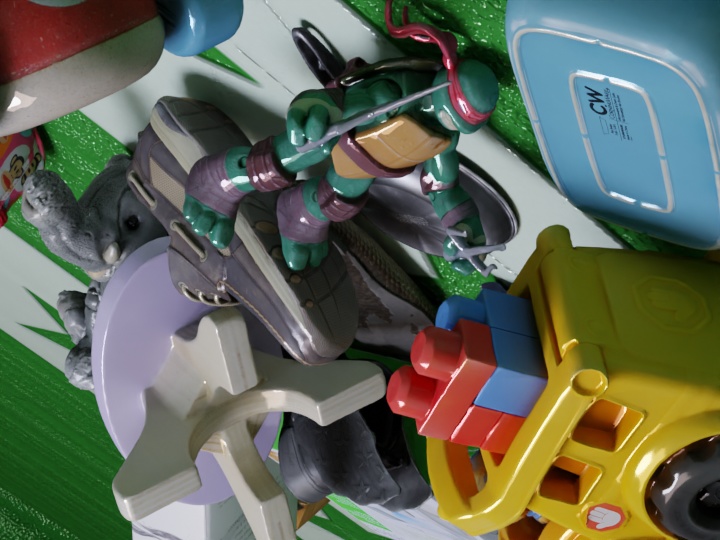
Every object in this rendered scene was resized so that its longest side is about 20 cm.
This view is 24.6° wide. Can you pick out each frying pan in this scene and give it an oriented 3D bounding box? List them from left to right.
[{"bbox_3d":[0.027,-0.056,0.912,0.114,0.031,0.190,20,160,21],"label":"frying pan"}]

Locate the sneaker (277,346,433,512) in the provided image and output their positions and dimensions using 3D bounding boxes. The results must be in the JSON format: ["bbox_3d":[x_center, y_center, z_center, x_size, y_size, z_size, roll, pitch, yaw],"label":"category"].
[{"bbox_3d":[-0.012,0.081,1.137,0.060,0.201,0.104,18,141,-39],"label":"sneaker"}]

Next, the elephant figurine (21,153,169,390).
[{"bbox_3d":[-0.143,-0.018,1.110,0.140,0.156,0.201,-3,126,-4],"label":"elephant figurine"}]

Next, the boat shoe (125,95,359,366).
[{"bbox_3d":[-0.072,-0.015,0.963,0.074,0.073,0.200,8,-141,-49],"label":"boat shoe"}]

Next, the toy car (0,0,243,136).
[{"bbox_3d":[-0.194,-0.168,0.813,0.176,0.184,0.201,-3,114,56],"label":"toy car"}]

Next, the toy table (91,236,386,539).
[{"bbox_3d":[-0.087,0.087,1.053,0.117,0.183,0.201,39,158,51],"label":"toy table"}]

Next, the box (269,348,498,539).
[{"bbox_3d":[0.049,0.142,1.228,0.199,0.097,0.176,10,156,47],"label":"box"}]

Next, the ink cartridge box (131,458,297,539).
[{"bbox_3d":[-0.119,0.170,1.363,0.082,0.147,0.201,21,129,22],"label":"ink cartridge box"}]

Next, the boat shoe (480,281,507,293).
[{"bbox_3d":[0.115,0.079,1.061,0.092,0.075,0.201,28,153,26],"label":"boat shoe"}]

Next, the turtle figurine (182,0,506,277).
[{"bbox_3d":[0.009,-0.056,0.823,0.149,0.101,0.199,35,144,-30],"label":"turtle figurine"}]

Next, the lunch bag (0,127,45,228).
[{"bbox_3d":[-0.321,-0.125,1.161,0.175,0.082,0.200,28,159,17],"label":"lunch bag"}]

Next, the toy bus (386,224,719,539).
[{"bbox_3d":[0.096,0.080,0.812,0.191,0.136,0.201,11,130,-18],"label":"toy bus"}]

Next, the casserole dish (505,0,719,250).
[{"bbox_3d":[0.123,-0.069,0.728,0.120,0.039,0.200,19,156,27],"label":"casserole dish"}]

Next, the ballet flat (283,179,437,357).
[{"bbox_3d":[0.000,0.000,1.067,0.067,0.047,0.200,-12,145,28],"label":"ballet flat"}]

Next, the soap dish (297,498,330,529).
[{"bbox_3d":[-0.110,0.161,1.537,0.199,0.082,0.157,28,160,3],"label":"soap dish"}]
